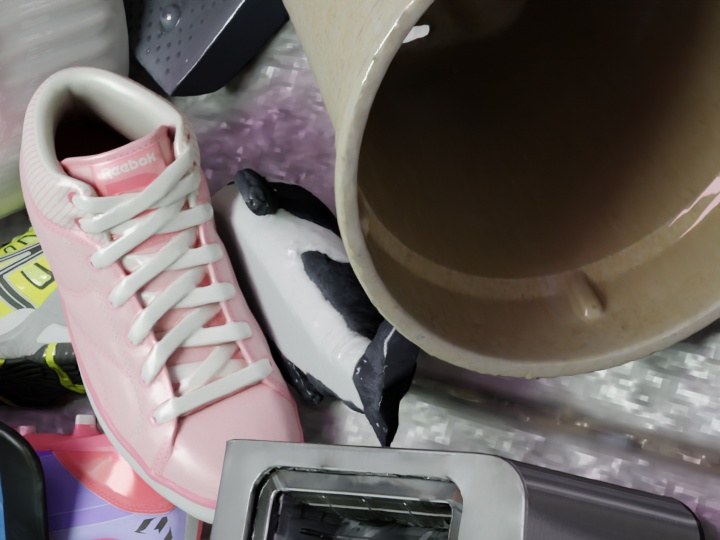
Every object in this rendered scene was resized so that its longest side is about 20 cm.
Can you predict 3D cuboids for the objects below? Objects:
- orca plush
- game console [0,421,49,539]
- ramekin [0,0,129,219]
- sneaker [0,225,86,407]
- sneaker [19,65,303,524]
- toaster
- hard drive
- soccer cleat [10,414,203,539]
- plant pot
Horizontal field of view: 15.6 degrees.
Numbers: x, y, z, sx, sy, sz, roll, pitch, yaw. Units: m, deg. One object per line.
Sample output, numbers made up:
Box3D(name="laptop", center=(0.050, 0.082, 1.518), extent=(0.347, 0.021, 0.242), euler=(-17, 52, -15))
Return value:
Box3D(name="orca plush", center=(0.000, 0.000, 1.051), extent=(0.105, 0.071, 0.200), euler=(70, 167, -12))
Box3D(name="game console", center=(-0.237, 0.126, 1.145), extent=(0.200, 0.116, 0.176), euler=(26, 79, 26))
Box3D(name="ramekin", center=(-0.191, -0.113, 1.201), extent=(0.200, 0.105, 0.201), euler=(32, 132, 44))
Box3D(name="sneaker", center=(-0.148, 0.016, 1.197), extent=(0.200, 0.075, 0.077), euler=(0, 69, 33))
Box3D(name="sneaker", center=(-0.085, 0.005, 1.070), extent=(0.200, 0.075, 0.105), euler=(61, 163, 20))
Box3D(name="toaster", center=(0.027, 0.160, 0.943), extent=(0.200, 0.119, 0.181), euler=(1, 77, 43))
Box3D(name="hard drive", center=(-0.048, -0.185, 1.182), extent=(0.200, 0.042, 0.135), euler=(-55, 47, 14))
Box3D(name="soccer cleat", center=(-0.146, 0.104, 1.165), extent=(0.200, 0.067, 0.077), euler=(-9, 81, 41))
Box3D(name="plant pot", center=(0.057, -0.094, 0.969), extent=(0.201, 0.200, 0.184), euler=(-53, 36, 16))
